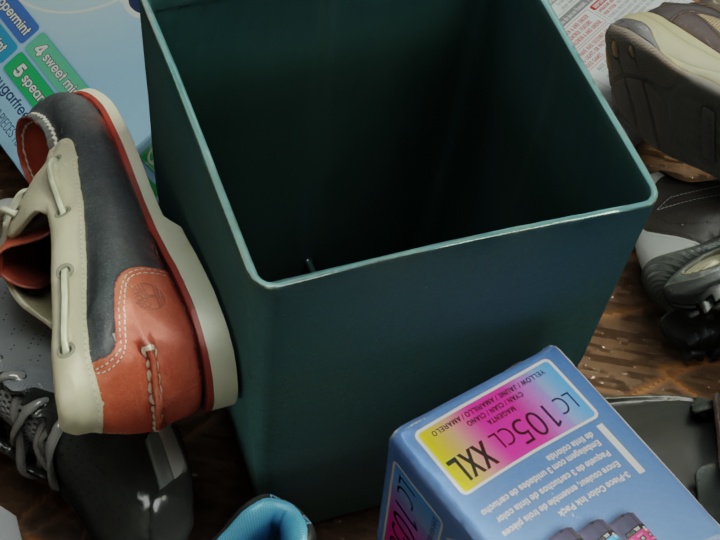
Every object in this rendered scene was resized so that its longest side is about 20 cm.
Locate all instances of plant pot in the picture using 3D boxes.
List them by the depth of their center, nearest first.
[{"bbox_3d":[0.000,0.000,0.700,0.141,0.200,0.142,-12,54,-17],"label":"plant pot"}]

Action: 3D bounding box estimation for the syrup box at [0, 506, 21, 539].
[{"bbox_3d":[-0.148,0.153,0.597,0.081,0.079,0.200,-37,44,8],"label":"syrup box"}]

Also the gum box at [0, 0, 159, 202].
[{"bbox_3d":[-0.093,-0.133,0.835,0.200,0.045,0.170,-42,58,0],"label":"gum box"}]

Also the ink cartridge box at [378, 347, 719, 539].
[{"bbox_3d":[0.091,0.145,0.625,0.076,0.137,0.200,-29,59,-23],"label":"ink cartridge box"}]

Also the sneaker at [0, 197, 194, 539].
[{"bbox_3d":[-0.149,0.051,0.710,0.115,0.075,0.200,-6,40,-32],"label":"sneaker"}]

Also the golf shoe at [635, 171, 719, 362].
[{"bbox_3d":[0.217,-0.026,0.828,0.199,0.078,0.095,-8,52,-14],"label":"golf shoe"}]

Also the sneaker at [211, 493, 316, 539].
[{"bbox_3d":[-0.076,0.161,0.637,0.073,0.082,0.200,25,54,10],"label":"sneaker"}]

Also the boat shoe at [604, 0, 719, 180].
[{"bbox_3d":[0.187,-0.060,0.768,0.073,0.075,0.200,-32,54,-18],"label":"boat shoe"}]

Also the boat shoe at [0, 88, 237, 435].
[{"bbox_3d":[-0.104,-0.007,0.688,0.062,0.071,0.200,-16,37,-15],"label":"boat shoe"}]

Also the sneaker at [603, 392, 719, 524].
[{"bbox_3d":[0.158,0.063,0.729,0.199,0.106,0.075,5,51,-3],"label":"sneaker"}]

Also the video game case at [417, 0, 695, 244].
[{"bbox_3d":[0.049,-0.102,0.868,0.182,0.022,0.200,35,56,20],"label":"video game case"}]
